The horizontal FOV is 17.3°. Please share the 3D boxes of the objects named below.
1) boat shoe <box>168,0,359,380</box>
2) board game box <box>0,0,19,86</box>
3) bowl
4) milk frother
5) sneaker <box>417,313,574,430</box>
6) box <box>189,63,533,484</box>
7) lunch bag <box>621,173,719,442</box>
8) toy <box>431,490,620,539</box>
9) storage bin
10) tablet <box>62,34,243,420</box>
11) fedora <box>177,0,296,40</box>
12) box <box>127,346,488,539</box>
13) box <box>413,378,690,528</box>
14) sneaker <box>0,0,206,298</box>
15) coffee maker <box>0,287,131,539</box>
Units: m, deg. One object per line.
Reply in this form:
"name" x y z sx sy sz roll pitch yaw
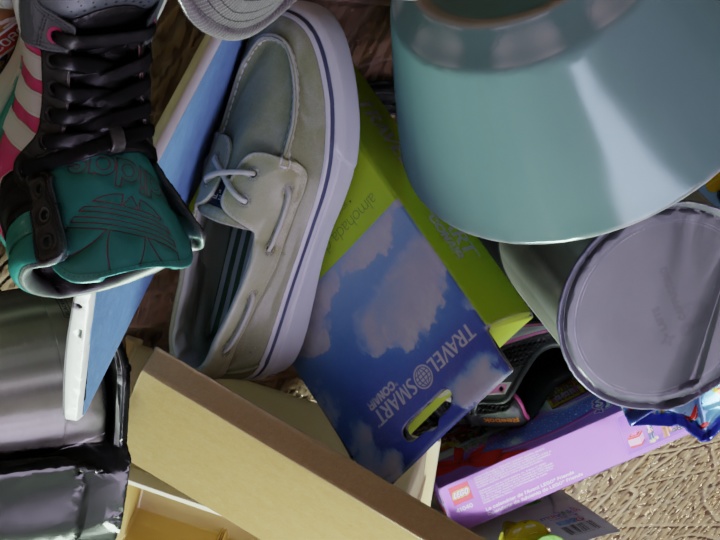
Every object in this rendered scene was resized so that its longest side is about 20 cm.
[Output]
"boat shoe" -0.050 -0.035 1.178 0.062 0.072 0.201 -12 117 -50
"board game box" -0.190 -0.103 0.972 0.200 0.035 0.135 -33 150 14
"bowl" 0.093 -0.120 1.130 0.200 0.201 0.105 -28 132 6
"milk frother" 0.080 -0.023 1.250 0.200 0.188 0.181 -28 118 -3
"sneaker" 0.069 0.066 1.493 0.200 0.086 0.080 -29 144 6
"box" 0.000 0.000 1.214 0.048 0.200 0.122 -14 154 -50
"lunch bag" 0.226 -0.018 1.410 0.200 0.151 0.094 -41 147 27
"toy" 0.067 0.163 1.551 0.115 0.200 0.047 -12 109 -27
"storage bin" -0.065 0.152 1.425 0.199 0.094 0.199 17 148 8
"tablet" -0.097 -0.037 1.129 0.014 0.200 0.130 21 145 3
"fedora" 0.008 -0.178 0.940 0.201 0.090 0.177 -71 160 -3
"box" -0.034 0.117 1.229 0.021 0.200 0.164 -59 -179 -22
"box" 0.130 0.089 1.537 0.199 0.137 0.039 -22 114 -3
"sneaker" -0.105 -0.056 0.954 0.083 0.121 0.200 -10 148 -27
"coffee maker" -0.227 0.103 1.199 0.199 0.193 0.135 -8 -169 -24
